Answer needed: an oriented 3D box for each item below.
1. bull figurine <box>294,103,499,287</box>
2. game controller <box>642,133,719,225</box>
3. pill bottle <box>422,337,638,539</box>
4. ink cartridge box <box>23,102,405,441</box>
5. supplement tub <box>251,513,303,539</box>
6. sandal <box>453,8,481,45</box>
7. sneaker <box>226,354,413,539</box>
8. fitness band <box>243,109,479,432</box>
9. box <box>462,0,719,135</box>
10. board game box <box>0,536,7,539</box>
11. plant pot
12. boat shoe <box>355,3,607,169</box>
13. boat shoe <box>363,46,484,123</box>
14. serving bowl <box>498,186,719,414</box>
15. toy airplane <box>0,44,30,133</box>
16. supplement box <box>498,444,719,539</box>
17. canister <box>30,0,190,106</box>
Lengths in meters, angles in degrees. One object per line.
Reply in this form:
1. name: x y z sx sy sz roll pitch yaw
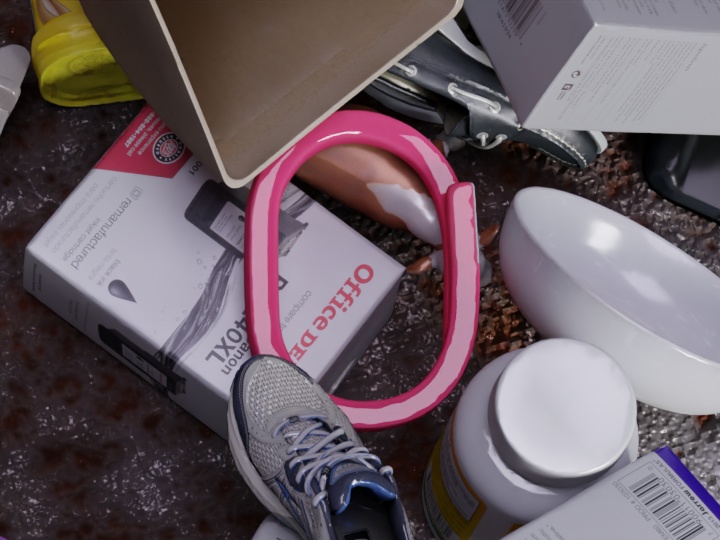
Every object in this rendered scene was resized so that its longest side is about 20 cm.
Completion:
1. bull figurine: 0.011 -0.068 1.759 0.200 0.121 0.065 34 112 -10
2. game controller: 0.292 -0.063 1.846 0.200 0.042 0.104 24 83 3
3. pill bottle: 0.105 0.111 1.663 0.113 0.200 0.113 2 69 -6
4. ink cartridge box: -0.091 0.005 1.739 0.200 0.083 0.145 36 70 6
5. supplement tub: 0.006 0.240 1.644 0.200 0.123 0.123 28 69 4
6. sandal: 0.123 -0.188 1.849 0.200 0.055 0.082 -22 82 -33
7. sneaker: -0.011 0.125 1.582 0.077 0.085 0.200 -22 68 -22
8. fitness band: 0.000 0.000 1.682 0.143 0.037 0.200 0 79 -6
9. box: 0.180 -0.164 1.756 0.200 0.098 0.124 0 51 -34
10. board game box: -0.210 0.264 1.620 0.120 0.032 0.200 33 53 -12
11. plant pot: -0.086 -0.209 1.661 0.200 0.200 0.177 -39 45 -19
12. boat shoe: 0.068 -0.113 1.777 0.200 0.076 0.060 31 78 -14
13. boat shoe: 0.010 -0.174 1.818 0.202 0.086 0.075 36 70 4
14. serving bowl: 0.167 0.030 1.731 0.200 0.200 0.066 33 108 5
15. toy airplane: -0.313 -0.132 1.750 0.200 0.141 0.199 -13 80 -50
16. supplement box: 0.119 0.200 1.548 0.200 0.103 0.101 -25 63 -35
17. canister: -0.156 -0.221 1.816 0.148 0.087 0.200 -9 70 -10
